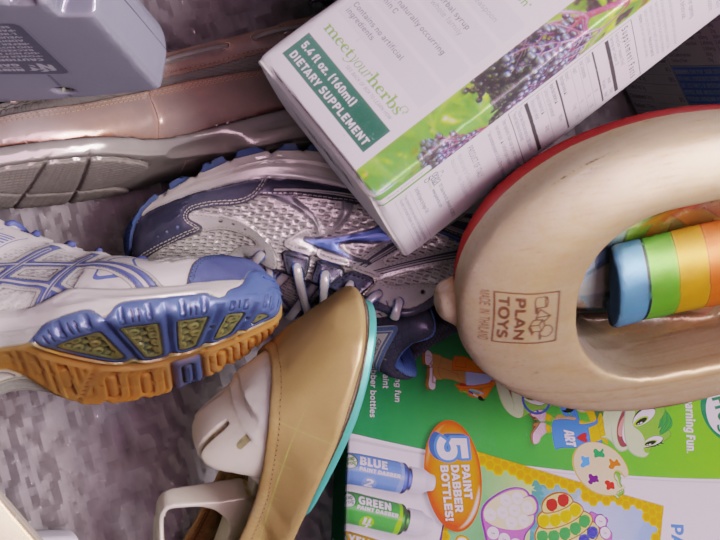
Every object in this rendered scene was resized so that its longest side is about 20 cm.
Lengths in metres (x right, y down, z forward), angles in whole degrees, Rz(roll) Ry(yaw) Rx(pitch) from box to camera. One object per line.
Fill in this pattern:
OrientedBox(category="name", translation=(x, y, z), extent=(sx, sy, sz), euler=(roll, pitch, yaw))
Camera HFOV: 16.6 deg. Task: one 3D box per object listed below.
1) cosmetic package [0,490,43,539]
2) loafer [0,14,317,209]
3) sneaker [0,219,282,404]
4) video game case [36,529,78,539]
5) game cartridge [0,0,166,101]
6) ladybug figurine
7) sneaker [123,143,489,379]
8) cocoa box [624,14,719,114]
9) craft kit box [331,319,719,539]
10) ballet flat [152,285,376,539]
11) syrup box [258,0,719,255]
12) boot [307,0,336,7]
OrientedBox(category="cosmetic package", translation=(-0.131, 0.166, 0.997), extent=(0.071, 0.105, 0.200), euler=(-43, 105, -15))
OrientedBox(category="loafer", translation=(-0.093, -0.068, 1.042), extent=(0.199, 0.072, 0.063), euler=(-8, 76, -23))
OrientedBox(category="sneaker", translation=(-0.134, 0.007, 1.000), extent=(0.199, 0.075, 0.088), euler=(-8, 59, -9))
OrientedBox(category="video game case", translation=(-0.209, 0.211, 1.035), extent=(0.182, 0.023, 0.201), euler=(0, 94, -21))
OrientedBox(category="game cartridge", translation=(-0.181, -0.096, 0.936), extent=(0.199, 0.133, 0.041), euler=(1, 75, 10))
OrientedBox(category="ladybug figurine", translation=(0.123, -0.011, 1.005), extent=(0.199, 0.072, 0.136), euler=(-8, 126, -14))
OrientedBox(category="sneaker", translation=(0.000, 0.000, 1.046), extent=(0.199, 0.077, 0.085), euler=(0, 64, -8))
OrientedBox(category="cocoa box", translation=(0.225, -0.127, 1.120), extent=(0.200, 0.133, 0.131), euler=(-33, 105, -16))
OrientedBox(category="craft kit box", translation=(0.086, 0.122, 1.065), extent=(0.197, 0.049, 0.201), euler=(5, 65, -9))
OrientedBox(category="ballet flat", translation=(-0.049, 0.091, 1.029), extent=(0.063, 0.069, 0.200), euler=(10, 120, -16))
OrientedBox(category="syrup box", translation=(0.067, -0.104, 0.986), extent=(0.200, 0.081, 0.079), euler=(-38, 70, -2))
OrientedBox(category="boot", translation=(0.044, -0.197, 1.065), extent=(0.076, 0.200, 0.168), euler=(37, 116, -12))
